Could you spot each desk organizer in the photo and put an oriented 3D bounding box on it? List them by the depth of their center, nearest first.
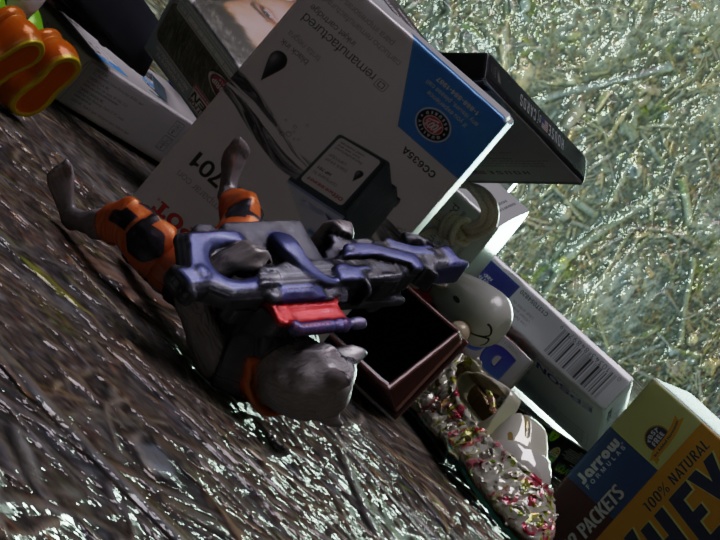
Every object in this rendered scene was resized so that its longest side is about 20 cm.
[{"bbox_3d":[-0.027,-0.001,1.502,0.200,0.072,0.077,42,-8,13],"label":"desk organizer"}]

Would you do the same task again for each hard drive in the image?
[{"bbox_3d":[-0.216,-0.225,1.561,0.135,0.042,0.200,39,-7,44],"label":"hard drive"}]

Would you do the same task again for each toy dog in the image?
[{"bbox_3d":[0.000,0.000,1.610,0.200,0.096,0.132,11,-55,34],"label":"toy dog"}]

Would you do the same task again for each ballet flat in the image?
[{"bbox_3d":[0.086,0.111,1.523,0.076,0.064,0.200,39,6,-34],"label":"ballet flat"}]

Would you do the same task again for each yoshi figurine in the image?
[{"bbox_3d":[-0.263,-0.182,1.416,0.112,0.112,0.200,-16,64,-35],"label":"yoshi figurine"}]

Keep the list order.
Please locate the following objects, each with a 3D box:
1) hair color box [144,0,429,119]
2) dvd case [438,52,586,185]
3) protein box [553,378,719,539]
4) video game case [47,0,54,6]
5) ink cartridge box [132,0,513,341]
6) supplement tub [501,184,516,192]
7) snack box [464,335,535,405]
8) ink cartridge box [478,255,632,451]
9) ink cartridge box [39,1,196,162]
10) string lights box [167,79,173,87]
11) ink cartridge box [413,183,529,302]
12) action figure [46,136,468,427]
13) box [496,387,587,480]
[{"bbox_3d":[-0.040,-0.145,1.608,0.200,0.061,0.099,-6,50,-43],"label":"hair color box"},{"bbox_3d":[0.051,-0.100,1.543,0.150,0.025,0.200,3,-15,25],"label":"dvd case"},{"bbox_3d":[0.245,0.194,1.588,0.200,0.135,0.199,43,6,15],"label":"protein box"},{"bbox_3d":[-0.229,-0.266,1.622,0.182,0.200,0.023,26,50,-29],"label":"video game case"},{"bbox_3d":[-0.026,-0.063,1.402,0.146,0.200,0.086,41,7,1],"label":"ink cartridge box"},{"bbox_3d":[0.048,-0.072,1.998,0.132,0.200,0.132,41,5,-4],"label":"supplement tub"},{"bbox_3d":[0.039,0.031,1.792,0.200,0.072,0.024,42,4,15],"label":"snack box"},{"bbox_3d":[0.131,0.064,1.865,0.200,0.041,0.200,42,-12,16],"label":"ink cartridge box"},{"bbox_3d":[-0.209,-0.158,1.721,0.176,0.045,0.200,45,7,30],"label":"ink cartridge box"},{"bbox_3d":[-0.081,-0.157,1.836,0.103,0.200,0.059,41,44,-7],"label":"string lights box"},{"bbox_3d":[-0.001,-0.051,1.722,0.200,0.146,0.083,42,21,10],"label":"ink cartridge box"},{"bbox_3d":[-0.049,0.010,1.200,0.200,0.105,0.194,3,35,-39],"label":"action figure"},{"bbox_3d":[0.116,0.111,1.890,0.110,0.035,0.200,44,6,32],"label":"box"}]
